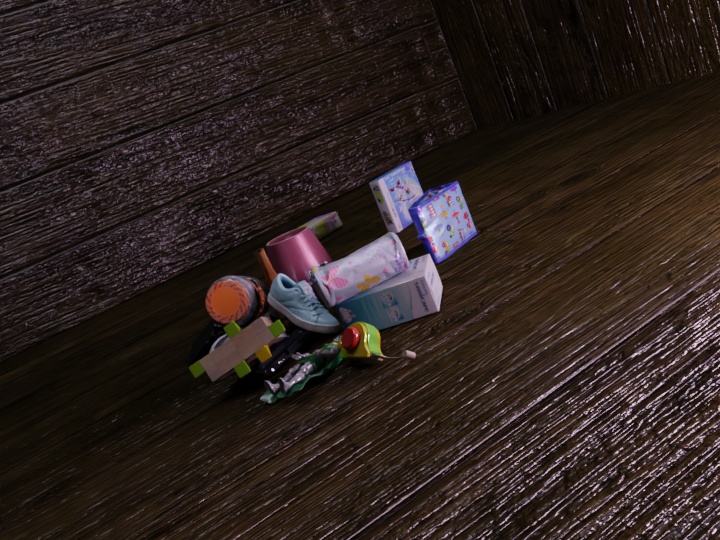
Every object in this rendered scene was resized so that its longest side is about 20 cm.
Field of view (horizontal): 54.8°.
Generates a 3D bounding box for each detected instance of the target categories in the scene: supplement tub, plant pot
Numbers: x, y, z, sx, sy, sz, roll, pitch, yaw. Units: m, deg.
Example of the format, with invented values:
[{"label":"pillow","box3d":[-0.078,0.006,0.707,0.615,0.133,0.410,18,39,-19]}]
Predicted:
[{"label":"supplement tub","box3d":[-0.292,0.073,1.647,0.122,0.123,0.200,-22,-2,5]},{"label":"plant pot","box3d":[-0.164,-0.014,1.884,0.200,0.179,0.200,-23,13,6]}]

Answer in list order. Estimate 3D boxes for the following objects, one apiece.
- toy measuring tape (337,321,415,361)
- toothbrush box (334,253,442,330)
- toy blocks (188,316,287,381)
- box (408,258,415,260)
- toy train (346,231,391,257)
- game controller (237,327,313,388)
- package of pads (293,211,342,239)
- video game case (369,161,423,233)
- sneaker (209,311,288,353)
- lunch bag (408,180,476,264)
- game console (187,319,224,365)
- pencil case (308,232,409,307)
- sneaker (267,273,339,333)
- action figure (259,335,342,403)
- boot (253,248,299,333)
[{"label":"toy measuring tape","box3d":[0.025,0.126,1.238,0.074,0.074,0.200,-33,15,-37]},{"label":"toothbrush box","box3d":[0.062,0.052,1.441,0.200,0.085,0.146,-20,14,14]},{"label":"toy blocks","box3d":[-0.233,0.158,1.412,0.200,0.100,0.137,-35,-6,2]},{"label":"box","box3d":[0.057,0.027,1.666,0.200,0.036,0.143,-28,13,-24]},{"label":"toy train","box3d":[0.017,-0.024,1.753,0.200,0.085,0.114,-28,-16,-29]},{"label":"game controller","box3d":[-0.177,0.184,1.454,0.104,0.042,0.200,-32,6,34]},{"label":"package of pads","box3d":[-0.184,-0.157,2.734,0.154,0.068,0.200,-11,19,47]},{"label":"video game case","box3d":[0.131,-0.240,2.275,0.045,0.182,0.200,-9,19,43]},{"label":"sneaker","box3d":[-0.244,0.149,1.550,0.114,0.076,0.200,-32,0,44]},{"label":"lunch bag","box3d":[0.196,-0.116,1.739,0.094,0.151,0.200,-14,15,35]},{"label":"game console","box3d":[-0.353,0.173,1.816,0.175,0.117,0.200,6,10,-10]},{"label":"pencil case","box3d":[-0.002,-0.003,1.394,0.200,0.083,0.091,-24,49,-7]},{"label":"sneaker","box3d":[-0.125,0.069,1.526,0.200,0.082,0.074,26,26,26]},{"label":"action figure","box3d":[-0.091,0.175,1.300,0.118,0.055,0.200,-15,11,42]},{"label":"boot","box3d":[-0.189,0.040,1.661,0.068,0.200,0.188,-22,13,-6]}]
